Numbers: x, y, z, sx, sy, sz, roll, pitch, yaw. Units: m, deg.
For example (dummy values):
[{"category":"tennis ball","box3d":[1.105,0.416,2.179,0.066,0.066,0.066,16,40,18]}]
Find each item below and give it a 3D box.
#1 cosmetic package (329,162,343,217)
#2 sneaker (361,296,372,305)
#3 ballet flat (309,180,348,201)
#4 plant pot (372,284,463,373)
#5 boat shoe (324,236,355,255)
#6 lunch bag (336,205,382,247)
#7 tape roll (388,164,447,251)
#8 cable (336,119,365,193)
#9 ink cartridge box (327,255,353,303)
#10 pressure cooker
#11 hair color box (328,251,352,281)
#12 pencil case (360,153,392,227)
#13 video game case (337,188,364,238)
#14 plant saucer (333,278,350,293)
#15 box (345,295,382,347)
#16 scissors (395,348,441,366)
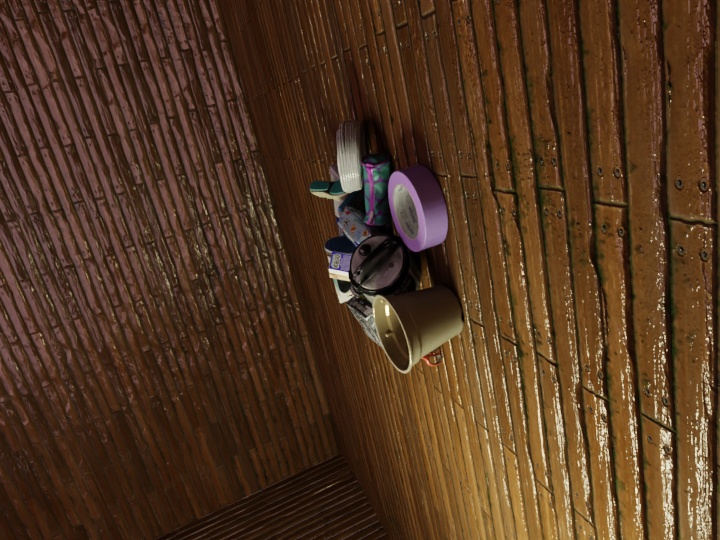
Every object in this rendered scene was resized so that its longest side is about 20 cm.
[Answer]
[{"category":"cosmetic package","box3d":[-0.048,-0.260,1.795,0.102,0.073,0.203,-126,22,-44]},{"category":"sneaker","box3d":[0.050,0.087,1.783,0.201,0.076,0.076,52,169,19]},{"category":"ballet flat","box3d":[-0.086,-0.258,1.704,0.198,0.069,0.071,17,127,44]},{"category":"plant pot","box3d":[0.153,0.128,1.324,0.201,0.180,0.203,53,155,40]},{"category":"boat shoe","box3d":[-0.022,-0.058,1.703,0.073,0.195,0.074,100,175,-55]},{"category":"lunch bag","box3d":[0.022,-0.105,1.600,0.159,0.076,0.201,26,-159,-48]},{"category":"tape roll","box3d":[0.139,-0.153,1.289,0.200,0.064,0.205,161,91,-74]},{"category":"cable","box3d":[-0.024,-0.326,1.500,0.200,0.067,0.206,28,-119,-83]},{"category":"ink cartridge box","box3d":[-0.045,0.026,2.016,0.068,0.113,0.204,-147,41,-65]},{"category":"pressure cooker","box3d":[0.061,0.002,1.417,0.200,0.174,0.180,47,-134,-59]},{"category":"hair color box","box3d":[0.000,0.000,1.658,0.110,0.195,0.066,94,-171,-75]},{"category":"pencil case","box3d":[0.047,-0.224,1.469,0.083,0.093,0.204,13,129,25]},{"category":"video game case","box3d":[-0.029,-0.169,1.730,0.018,0.144,0.203,23,142,21]},{"category":"plant saucer","box3d":[-0.057,-0.023,1.848,0.199,0.027,0.206,7,-90,-69]},{"category":"box","box3d":[0.038,0.179,1.770,0.159,0.049,0.199,57,168,-21]},{"category":"scissors","box3d":[0.165,0.237,1.447,0.014,0.197,0.075,-11,84,42]}]
